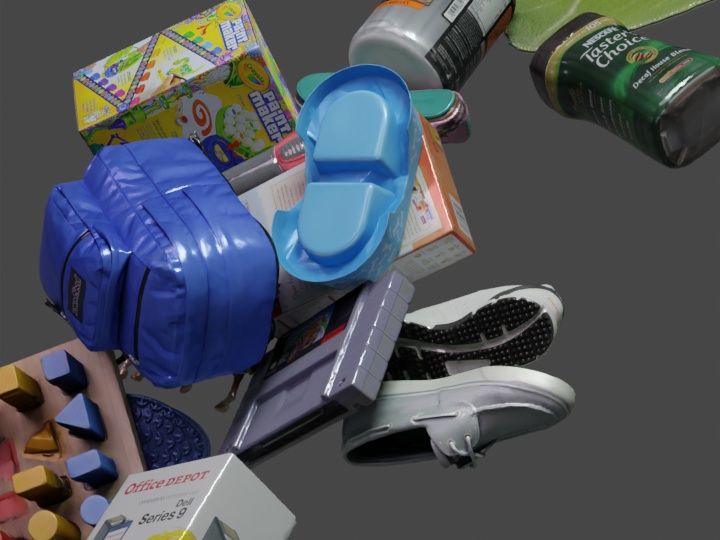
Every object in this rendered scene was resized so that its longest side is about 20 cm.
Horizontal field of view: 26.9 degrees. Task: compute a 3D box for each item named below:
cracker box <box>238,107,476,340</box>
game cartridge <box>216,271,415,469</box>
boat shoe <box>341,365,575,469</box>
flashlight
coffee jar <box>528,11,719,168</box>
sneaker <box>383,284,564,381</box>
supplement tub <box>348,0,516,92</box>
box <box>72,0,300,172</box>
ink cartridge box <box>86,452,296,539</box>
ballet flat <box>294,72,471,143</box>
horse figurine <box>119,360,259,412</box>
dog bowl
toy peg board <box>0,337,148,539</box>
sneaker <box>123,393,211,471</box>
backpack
[{"bbox_3d":[-0.011,-0.039,1.333,0.199,0.058,0.134,-25,59,17],"label":"cracker box"},{"bbox_3d":[-0.040,0.086,1.254,0.200,0.038,0.130,-34,30,44],"label":"game cartridge"},{"bbox_3d":[0.074,0.126,1.192,0.200,0.070,0.072,-8,51,29],"label":"boat shoe"},{"bbox_3d":[-0.097,-0.079,1.420,0.199,0.068,0.068,-26,14,13],"label":"flashlight"},{"bbox_3d":[0.252,-0.174,1.411,0.104,0.086,0.200,-38,38,-14],"label":"coffee jar"},{"bbox_3d":[0.083,0.058,1.271,0.199,0.074,0.080,-11,10,27],"label":"sneaker"},{"bbox_3d":[0.084,-0.264,1.587,0.122,0.123,0.200,8,49,37],"label":"supplement tub"},{"bbox_3d":[-0.156,-0.132,1.513,0.192,0.200,0.122,-24,36,3],"label":"box"},{"bbox_3d":[-0.158,0.245,1.136,0.145,0.088,0.200,-17,31,45],"label":"ink cartridge box"},{"bbox_3d":[0.023,-0.154,1.536,0.199,0.071,0.069,9,54,31],"label":"ballet flat"},{"bbox_3d":[-0.151,0.053,1.393,0.199,0.050,0.133,12,69,37],"label":"horse figurine"},{"bbox_3d":[-0.006,-0.075,1.281,0.111,0.050,0.201,2,70,29],"label":"dog bowl"},{"bbox_3d":[-0.290,0.164,1.250,0.198,0.098,0.201,-21,70,3],"label":"toy peg board"},{"bbox_3d":[-0.221,0.143,1.342,0.199,0.078,0.070,13,81,13],"label":"sneaker"},{"bbox_3d":[-0.169,0.007,1.276,0.167,0.163,0.200,-18,43,-31],"label":"backpack"}]
